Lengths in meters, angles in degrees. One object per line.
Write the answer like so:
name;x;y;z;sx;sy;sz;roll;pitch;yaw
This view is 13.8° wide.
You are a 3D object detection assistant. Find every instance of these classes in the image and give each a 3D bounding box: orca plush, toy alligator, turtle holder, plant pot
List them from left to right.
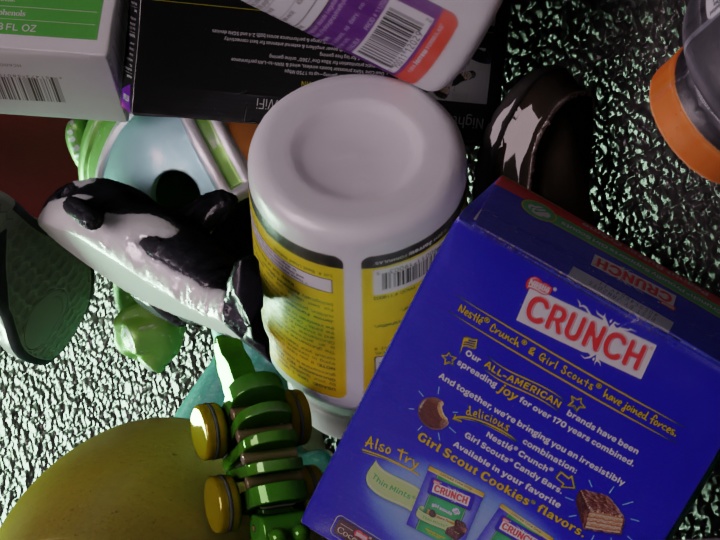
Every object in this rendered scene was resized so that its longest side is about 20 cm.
plant pot;-0.128;0.184;1.596;0.200;0.142;0.200;1;92;19
orca plush;-0.094;-0.022;1.565;0.071;0.105;0.200;-51;25;-12
turtle holder;-0.095;-0.043;1.680;0.185;0.141;0.132;-38;45;7
toy alligator;-0.044;0.123;1.539;0.054;0.059;0.200;132;129;-65

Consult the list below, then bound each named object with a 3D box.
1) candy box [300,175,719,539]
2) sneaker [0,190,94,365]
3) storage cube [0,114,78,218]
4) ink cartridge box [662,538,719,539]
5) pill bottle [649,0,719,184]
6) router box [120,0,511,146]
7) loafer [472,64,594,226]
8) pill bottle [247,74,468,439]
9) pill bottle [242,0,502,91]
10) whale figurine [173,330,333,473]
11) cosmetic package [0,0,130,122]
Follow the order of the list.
candy box;0.090;0.080;1.486;0.169;0.077;0.200;31;120;6
sneaker;-0.240;-0.025;1.684;0.146;0.202;0.077;27;76;25
storage cube;-0.212;-0.136;1.785;0.180;0.200;0.171;-55;53;48
ink cartridge box;0.131;0.177;1.431;0.200;0.162;0.057;-26;70;46
pill bottle;0.221;-0.118;1.371;0.200;0.106;0.106;-41;61;41
router box;-0.021;-0.148;1.575;0.051;0.200;0.149;-141;57;-78
loafer;0.102;-0.006;1.541;0.071;0.073;0.200;14;108;33
pill bottle;0.000;0.000;1.566;0.112;0.112;0.200;54;160;33
pill bottle;-0.025;-0.180;1.486;0.111;0.200;0.111;-60;11;20
whale figurine;-0.078;0.108;1.710;0.159;0.104;0.200;8;93;49
cosmetic package;-0.168;-0.189;1.632;0.085;0.107;0.200;79;-165;-66
